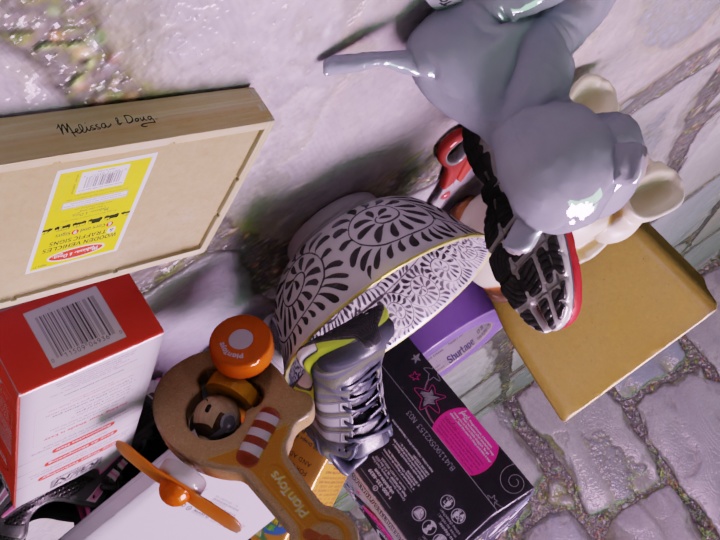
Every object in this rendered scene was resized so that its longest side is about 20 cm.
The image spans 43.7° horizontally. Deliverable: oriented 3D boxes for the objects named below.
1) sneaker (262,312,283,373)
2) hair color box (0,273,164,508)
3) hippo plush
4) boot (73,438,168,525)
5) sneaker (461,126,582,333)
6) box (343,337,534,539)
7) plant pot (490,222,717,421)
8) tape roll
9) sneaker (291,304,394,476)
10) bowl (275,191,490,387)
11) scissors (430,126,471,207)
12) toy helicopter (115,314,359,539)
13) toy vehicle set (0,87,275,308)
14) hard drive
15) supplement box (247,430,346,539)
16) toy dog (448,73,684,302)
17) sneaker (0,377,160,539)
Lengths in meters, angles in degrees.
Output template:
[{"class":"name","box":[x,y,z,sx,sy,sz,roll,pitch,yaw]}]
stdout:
[{"class":"sneaker","box":[-0.072,0.081,0.878,0.081,0.076,0.200,-23,161,17]},{"class":"hair color box","box":[-0.206,0.086,0.626,0.101,0.061,0.201,-24,158,-33]},{"class":"hippo plush","box":[0.119,-0.111,0.550,0.159,0.162,0.199,-43,161,26]},{"class":"boot","box":[-0.196,0.206,0.923,0.210,0.080,0.158,-26,158,-33]},{"class":"sneaker","box":[0.141,-0.052,0.670,0.084,0.202,0.077,5,153,-27]},{"class":"box","box":[0.052,0.192,0.884,0.131,0.200,0.115,-33,154,-17]},{"class":"plant pot","box":[0.238,0.006,0.979,0.194,0.201,0.195,-41,177,18]},{"class":"tape roll","box":[0.080,0.070,1.075,0.199,0.085,0.200,-31,162,-11]},{"class":"sneaker","box":[-0.003,0.092,0.669,0.073,0.081,0.200,-28,161,-21]},{"class":"bowl","box":[0.000,0.000,0.728,0.200,0.095,0.201,-32,163,-11]},{"class":"scissors","box":[0.086,-0.079,0.814,0.073,0.014,0.201,-31,161,-20]},{"class":"toy helicopter","box":[-0.078,0.136,0.619,0.132,0.200,0.079,-31,147,-23]},{"class":"toy vehicle set","box":[-0.149,-0.034,0.476,0.199,0.027,0.124,-19,156,-43]},{"class":"hard drive","box":[-0.159,0.215,0.736,0.199,0.026,0.132,-39,135,9]},{"class":"supplement box","box":[-0.057,0.188,0.810,0.202,0.066,0.069,-64,154,1]},{"class":"toy dog","box":[0.166,-0.045,0.830,0.194,0.140,0.200,-46,-178,-32]},{"class":"sneaker","box":[-0.227,0.164,0.747,0.199,0.087,0.080,-24,161,-34]}]
